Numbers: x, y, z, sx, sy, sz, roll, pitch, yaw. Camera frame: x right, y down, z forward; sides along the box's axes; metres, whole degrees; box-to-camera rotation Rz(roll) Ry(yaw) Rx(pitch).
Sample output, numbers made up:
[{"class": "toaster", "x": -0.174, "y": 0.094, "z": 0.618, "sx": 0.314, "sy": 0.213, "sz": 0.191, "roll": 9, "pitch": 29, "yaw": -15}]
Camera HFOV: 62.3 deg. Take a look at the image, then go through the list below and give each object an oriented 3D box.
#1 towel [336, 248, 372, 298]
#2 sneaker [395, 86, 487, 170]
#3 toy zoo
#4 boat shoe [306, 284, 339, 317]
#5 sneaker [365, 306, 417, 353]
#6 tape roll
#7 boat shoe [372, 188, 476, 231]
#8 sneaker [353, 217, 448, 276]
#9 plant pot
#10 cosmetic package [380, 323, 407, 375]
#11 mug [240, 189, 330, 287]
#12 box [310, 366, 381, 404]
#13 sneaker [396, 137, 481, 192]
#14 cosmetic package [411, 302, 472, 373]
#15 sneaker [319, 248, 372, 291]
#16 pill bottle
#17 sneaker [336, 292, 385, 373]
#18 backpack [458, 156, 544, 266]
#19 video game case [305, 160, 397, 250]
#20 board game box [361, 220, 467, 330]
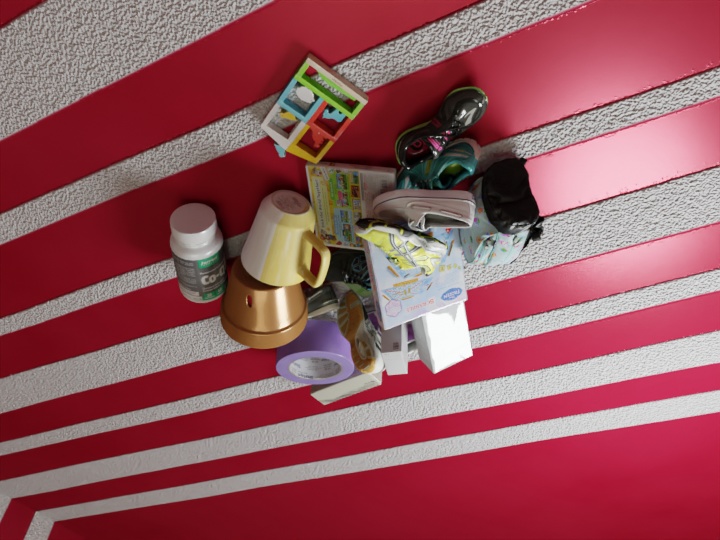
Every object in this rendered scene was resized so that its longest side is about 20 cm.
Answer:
[{"class": "towel", "x": 0.029, "y": -0.025, "z": 1.323, "sx": 0.198, "sy": 0.031, "sz": 0.149, "roll": -30, "pitch": 123, "yaw": 33}, {"class": "sneaker", "x": 0.144, "y": -0.241, "z": 1.048, "sx": 0.076, "sy": 0.085, "sz": 0.199, "roll": 34, "pitch": 129, "yaw": -27}, {"class": "toy zoo", "x": -0.094, "y": -0.277, "z": 1.080, "sx": 0.130, "sy": 0.021, "sz": 0.200, "roll": 29, "pitch": 131, "yaw": -22}, {"class": "boat shoe", "x": -0.134, "y": 0.085, "z": 1.434, "sx": 0.197, "sy": 0.063, "sz": 0.072, "roll": -19, "pitch": 174, "yaw": 35}, {"class": "sneaker", "x": 0.064, "y": 0.150, "z": 1.429, "sx": 0.195, "sy": 0.116, "sz": 0.073, "roll": -5, "pitch": 137, "yaw": 13}, {"class": "tape roll", "x": -0.113, "y": 0.208, "z": 1.497, "sx": 0.195, "sy": 0.087, "sz": 0.202, "roll": -2, "pitch": 147, "yaw": -1}, {"class": "boat shoe", "x": 0.112, "y": -0.107, "z": 1.097, "sx": 0.195, "sy": 0.067, "sz": 0.074, "roll": -2, "pitch": 156, "yaw": 23}, {"class": "sneaker", "x": 0.074, "y": -0.042, "z": 1.114, "sx": 0.196, "sy": 0.075, "sz": 0.078, "roll": 17, "pitch": 100, "yaw": -23}, {"class": "plant pot", "x": -0.211, "y": 0.047, "z": 1.298, "sx": 0.195, "sy": 0.202, "sz": 0.142, "roll": 6, "pitch": 131, "yaw": -1}, {"class": "cosmetic package", "x": 0.077, "y": 0.126, "z": 1.340, "sx": 0.049, "sy": 0.203, "sz": 0.083, "roll": -8, "pitch": 135, "yaw": 12}, {"class": "mug", "x": -0.141, "y": -0.070, "z": 1.212, "sx": 0.183, "sy": 0.151, "sz": 0.155, "roll": 18, "pitch": 126, "yaw": -4}, {"class": "box", "x": -0.039, "y": 0.286, "z": 1.600, "sx": 0.197, "sy": 0.083, "sz": 0.068, "roll": -25, "pitch": 130, "yaw": 29}, {"class": "sneaker", "x": 0.136, "y": -0.177, "z": 1.112, "sx": 0.077, "sy": 0.081, "sz": 0.198, "roll": 38, "pitch": 136, "yaw": -27}, {"class": "cosmetic package", "x": 0.176, "y": 0.113, "z": 1.339, "sx": 0.111, "sy": 0.081, "sz": 0.204, "roll": -20, "pitch": 115, "yaw": -15}, {"class": "sneaker", "x": 0.000, "y": 0.000, "z": 1.272, "sx": 0.195, "sy": 0.083, "sz": 0.074, "roll": -8, "pitch": 134, "yaw": 18}, {"class": "pill bottle", "x": -0.348, "y": -0.036, "z": 1.280, "sx": 0.110, "sy": 0.115, "sz": 0.203, "roll": 5, "pitch": 136, "yaw": 0}, {"class": "sneaker", "x": 0.005, "y": 0.150, "z": 1.394, "sx": 0.075, "sy": 0.204, "sz": 0.087, "roll": -30, "pitch": 151, "yaw": 26}, {"class": "backpack", "x": 0.262, "y": -0.096, "z": 1.142, "sx": 0.123, "sy": 0.170, "sz": 0.201, "roll": 1, "pitch": 151, "yaw": -3}, {"class": "video game case", "x": -0.013, "y": -0.124, "z": 1.200, "sx": 0.178, "sy": 0.023, "sz": 0.203, "roll": 8, "pitch": 134, "yaw": 13}, {"class": "board game box", "x": 0.113, "y": -0.007, "z": 1.205, "sx": 0.196, "sy": 0.041, "sz": 0.204, "roll": -17, "pitch": 112, "yaw": -15}]
